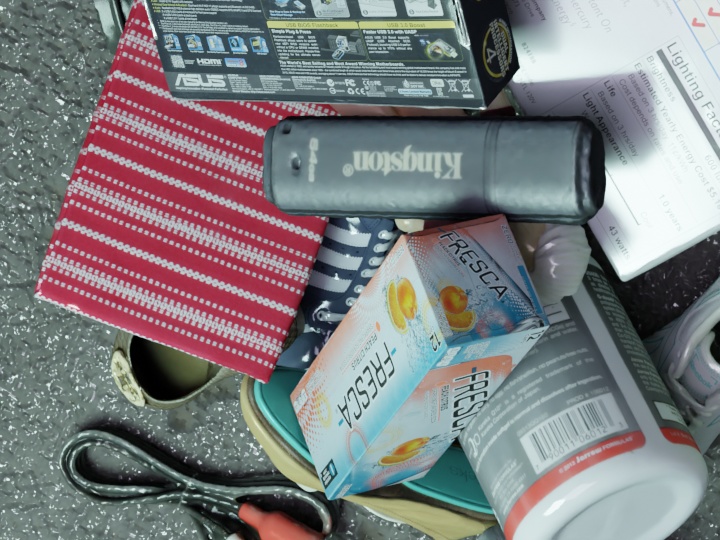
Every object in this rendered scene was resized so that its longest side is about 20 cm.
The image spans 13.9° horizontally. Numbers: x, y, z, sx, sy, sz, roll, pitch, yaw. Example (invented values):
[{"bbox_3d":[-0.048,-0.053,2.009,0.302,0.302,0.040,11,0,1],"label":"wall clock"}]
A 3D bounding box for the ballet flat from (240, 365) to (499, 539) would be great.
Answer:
[{"bbox_3d":[-0.001,0.114,1.698,0.199,0.069,0.063,26,140,-30],"label":"ballet flat"}]

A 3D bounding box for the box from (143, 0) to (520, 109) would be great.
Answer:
[{"bbox_3d":[-0.028,-0.164,1.521,0.199,0.049,0.162,3,125,32],"label":"box"}]

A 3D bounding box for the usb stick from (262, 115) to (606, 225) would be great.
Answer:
[{"bbox_3d":[0.037,-0.053,1.539,0.199,0.033,0.056,2,99,31],"label":"usb stick"}]

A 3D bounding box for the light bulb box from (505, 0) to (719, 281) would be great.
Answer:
[{"bbox_3d":[0.186,-0.134,1.570,0.199,0.125,0.199,-29,93,24],"label":"light bulb box"}]

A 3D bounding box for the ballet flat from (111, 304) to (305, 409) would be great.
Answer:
[{"bbox_3d":[-0.100,0.047,1.723,0.200,0.046,0.068,-19,105,56],"label":"ballet flat"}]

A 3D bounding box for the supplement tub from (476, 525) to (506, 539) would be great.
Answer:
[{"bbox_3d":[0.067,0.258,1.701,0.122,0.122,0.200,35,95,7],"label":"supplement tub"}]

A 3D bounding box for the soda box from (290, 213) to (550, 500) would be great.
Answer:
[{"bbox_3d":[0.028,0.048,1.562,0.069,0.063,0.200,69,154,20],"label":"soda box"}]

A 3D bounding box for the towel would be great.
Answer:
[{"bbox_3d":[-0.083,-0.055,1.633,0.144,0.022,0.201,20,82,-8],"label":"towel"}]

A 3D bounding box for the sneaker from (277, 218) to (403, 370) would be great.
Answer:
[{"bbox_3d":[0.000,0.000,1.706,0.200,0.070,0.109,-40,85,32],"label":"sneaker"}]

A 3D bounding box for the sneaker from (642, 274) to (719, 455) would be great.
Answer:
[{"bbox_3d":[0.187,0.057,1.651,0.070,0.080,0.201,39,116,4],"label":"sneaker"}]

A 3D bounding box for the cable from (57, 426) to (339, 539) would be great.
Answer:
[{"bbox_3d":[-0.094,0.145,1.793,0.199,0.050,0.097,32,113,8],"label":"cable"}]

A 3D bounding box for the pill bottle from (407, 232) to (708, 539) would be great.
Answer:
[{"bbox_3d":[0.100,0.058,1.625,0.116,0.116,0.201,-41,57,25],"label":"pill bottle"}]

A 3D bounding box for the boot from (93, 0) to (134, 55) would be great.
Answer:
[{"bbox_3d":[-0.073,-0.209,1.668,0.157,0.079,0.212,2,105,20],"label":"boot"}]

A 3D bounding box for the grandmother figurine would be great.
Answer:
[{"bbox_3d":[0.048,-0.057,1.581,0.200,0.060,0.122,48,146,20],"label":"grandmother figurine"}]
